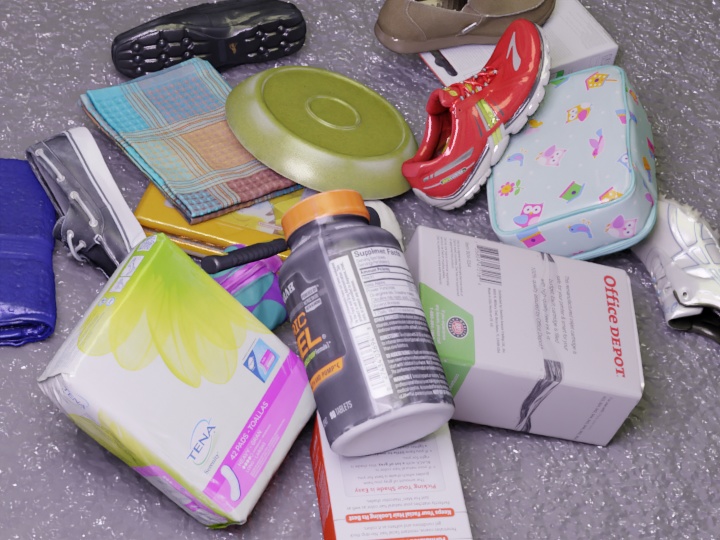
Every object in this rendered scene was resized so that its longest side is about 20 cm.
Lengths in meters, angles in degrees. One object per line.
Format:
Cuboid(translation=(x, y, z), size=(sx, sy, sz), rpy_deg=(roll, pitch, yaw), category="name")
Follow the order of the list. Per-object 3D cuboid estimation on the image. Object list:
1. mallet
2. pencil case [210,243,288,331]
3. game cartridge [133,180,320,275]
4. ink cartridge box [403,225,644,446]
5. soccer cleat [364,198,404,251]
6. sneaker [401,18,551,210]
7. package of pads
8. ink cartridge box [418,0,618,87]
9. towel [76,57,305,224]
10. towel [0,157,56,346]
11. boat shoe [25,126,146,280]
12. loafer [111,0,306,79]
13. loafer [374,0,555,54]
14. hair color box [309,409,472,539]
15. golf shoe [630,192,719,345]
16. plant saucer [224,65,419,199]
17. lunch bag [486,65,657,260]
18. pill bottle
Cuboid(translation=(-0.054, -0.023, 1.507), size=(0.065, 0.041, 0.200), rpy_deg=(2, 13, 29), category="mallet")
Cuboid(translation=(-0.152, 0.056, 1.521), size=(0.085, 0.093, 0.200), rpy_deg=(44, 54, 15), category="pencil case")
Cuboid(translation=(-0.102, -0.079, 1.677), size=(0.175, 0.033, 0.201), rpy_deg=(15, 43, 3), category="game cartridge")
Cuboid(translation=(0.132, 0.057, 1.551), size=(0.199, 0.084, 0.146), rpy_deg=(12, 48, -14), category="ink cartridge box")
Cuboid(translation=(0.000, 0.000, 1.606), size=(0.069, 0.078, 0.201), rpy_deg=(13, 48, 3), category="soccer cleat")
Cuboid(translation=(0.107, -0.154, 1.679), size=(0.077, 0.085, 0.201), rpy_deg=(19, 78, 59), category="sneaker")
Cuboid(translation=(-0.140, 0.093, 1.432), size=(0.200, 0.068, 0.155), rpy_deg=(43, 61, -18), category="package of pads")
Cuboid(translation=(0.151, -0.220, 1.843), size=(0.199, 0.051, 0.109), rpy_deg=(-21, 55, -23), category="ink cartridge box")
Cuboid(translation=(-0.153, -0.125, 1.682), size=(0.146, 0.022, 0.200), rpy_deg=(-21, 50, -32), category="towel")
Cuboid(translation=(-0.344, -0.017, 1.592), size=(0.147, 0.050, 0.201), rpy_deg=(5, 47, -14), category="towel")
Cuboid(translation=(-0.238, -0.037, 1.592), size=(0.067, 0.072, 0.201), rpy_deg=(-20, 69, -23), category="boat shoe")
Cuboid(translation=(-0.154, -0.233, 1.800), size=(0.199, 0.068, 0.070), rpy_deg=(-12, 33, -16), category="loafer")
Cuboid(translation=(0.110, -0.267, 1.799), size=(0.199, 0.068, 0.076), rpy_deg=(-18, 54, -22), category="loafer")
Cuboid(translation=(0.027, 0.205, 1.440), size=(0.110, 0.064, 0.201), rpy_deg=(-2, 48, -10), category="hair color box")
Cuboid(translation=(0.297, 0.004, 1.655), size=(0.200, 0.079, 0.097), rpy_deg=(36, 59, 23), category="golf shoe")
Cuboid(translation=(-0.030, -0.140, 1.712), size=(0.199, 0.031, 0.201), rpy_deg=(16, 34, -11), category="plant saucer")
Cuboid(translation=(0.193, -0.096, 1.689), size=(0.160, 0.077, 0.201), rpy_deg=(-20, 41, 21), category="lunch bag")
Cuboid(translation=(-0.003, 0.038, 1.435), size=(0.106, 0.106, 0.201), rpy_deg=(-12, 69, -18), category="pill bottle")
